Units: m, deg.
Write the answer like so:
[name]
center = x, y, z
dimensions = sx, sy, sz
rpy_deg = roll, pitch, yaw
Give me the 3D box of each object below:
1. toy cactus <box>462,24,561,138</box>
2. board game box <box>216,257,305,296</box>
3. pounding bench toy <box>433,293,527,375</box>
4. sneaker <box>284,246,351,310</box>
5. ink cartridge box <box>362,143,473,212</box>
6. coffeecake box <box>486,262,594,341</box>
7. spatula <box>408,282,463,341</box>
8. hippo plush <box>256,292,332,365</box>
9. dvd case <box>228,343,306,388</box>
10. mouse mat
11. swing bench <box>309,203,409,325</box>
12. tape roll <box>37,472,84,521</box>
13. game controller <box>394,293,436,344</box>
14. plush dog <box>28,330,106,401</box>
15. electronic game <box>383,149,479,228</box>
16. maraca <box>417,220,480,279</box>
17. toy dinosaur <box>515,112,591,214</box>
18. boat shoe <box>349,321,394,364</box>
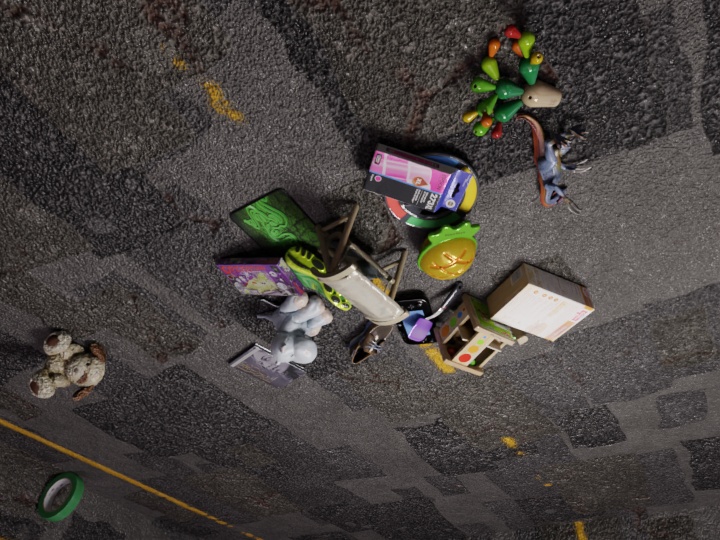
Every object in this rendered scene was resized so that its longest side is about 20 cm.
[toy cactus]
center = 0.271, -0.309, 0.907
dimensions = 0.164, 0.103, 0.201
rpy_deg = 4, 130, -15
[board game box]
center = -0.243, 0.015, 1.285
dimensions = 0.199, 0.032, 0.120
rpy_deg = 0, 136, 33
[pounding bench toy]
center = 0.315, 0.186, 1.377
dimensions = 0.199, 0.124, 0.156
rpy_deg = 23, 121, -23
[sneaker]
center = -0.094, 0.017, 1.259
dimensions = 0.200, 0.074, 0.084
rpy_deg = 41, 165, -2
[ink cartridge box]
center = 0.112, -0.176, 1.043
dimensions = 0.199, 0.037, 0.095
rpy_deg = 16, 132, -5
[coffeecake box]
center = 0.446, 0.083, 1.317
dimensions = 0.199, 0.073, 0.154
rpy_deg = 20, 135, -17
[spatula]
center = 0.198, 0.106, 1.358
dimensions = 0.056, 0.021, 0.200
rpy_deg = 24, 116, -35
[hippo plush]
center = -0.175, 0.154, 1.374
dimensions = 0.199, 0.161, 0.160
rpy_deg = 12, 137, -9
[dvd case]
center = -0.290, 0.303, 1.650
dimensions = 0.200, 0.016, 0.148
rpy_deg = 34, 130, -28
[mouse mat]
center = -0.183, -0.093, 1.224
dimensions = 0.160, 0.008, 0.200
rpy_deg = -22, 130, 25
[swing bench]
center = 0.000, 0.000, 1.166
dimensions = 0.129, 0.201, 0.199
rpy_deg = -26, 130, 29
[tape roll]
center = -1.329, 1.003, 2.344
dimensions = 0.200, 0.201, 0.048
rpy_deg = -14, 135, 18
[game controller]
center = 0.147, 0.137, 1.418
dimensions = 0.104, 0.042, 0.200
rpy_deg = -13, 134, 10
[plush dog]
center = -0.862, 0.296, 1.597
dimensions = 0.171, 0.201, 0.160
rpy_deg = 16, 170, 0
[electronic game]
center = 0.146, -0.163, 1.098
dimensions = 0.199, 0.042, 0.201
rpy_deg = 2, 138, 2
[maraca]
center = 0.193, -0.048, 1.159
dimensions = 0.136, 0.107, 0.200
rpy_deg = -14, 153, -9
[toy dinosaur]
center = 0.378, -0.205, 1.040
dimensions = 0.200, 0.105, 0.182
rpy_deg = 41, 153, 15
[boat shoe]
center = 0.036, 0.199, 1.472
dimensions = 0.072, 0.073, 0.200
rpy_deg = 22, 134, -19
